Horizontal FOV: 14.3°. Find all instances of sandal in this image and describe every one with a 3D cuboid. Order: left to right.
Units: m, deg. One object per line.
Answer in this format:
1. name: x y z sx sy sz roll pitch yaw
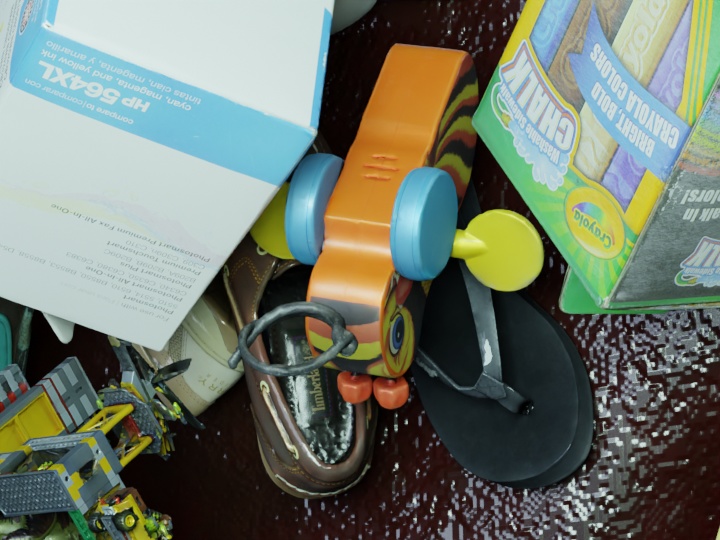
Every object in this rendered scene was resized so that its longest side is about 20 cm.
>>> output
1. sandal: 0.040 0.016 1.311 0.076 0.043 0.201 -41 59 22

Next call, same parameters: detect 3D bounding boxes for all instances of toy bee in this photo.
1. toy bee: 0.000 0.000 1.254 0.131 0.109 0.200 27 56 33

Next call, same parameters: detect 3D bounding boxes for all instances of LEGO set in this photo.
1. LEGO set: -0.126 0.110 1.376 0.200 0.116 0.154 -20 107 51

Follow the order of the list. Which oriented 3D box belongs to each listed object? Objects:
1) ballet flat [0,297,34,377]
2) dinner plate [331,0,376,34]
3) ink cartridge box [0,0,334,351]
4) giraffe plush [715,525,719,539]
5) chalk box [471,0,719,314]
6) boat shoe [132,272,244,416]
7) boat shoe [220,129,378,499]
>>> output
1. ballet flat: -0.190 -0.004 1.429 0.074 0.074 0.200 55 141 31
2. dinner plate: -0.091 -0.129 1.340 0.200 0.200 0.024 -8 71 34
3. ink cartridge box: -0.109 -0.069 1.254 0.200 0.125 0.129 -51 25 45
4. giraffe plush: 0.217 0.143 1.100 0.162 0.173 0.201 20 81 16
5. chalk box: 0.138 -0.066 1.183 0.124 0.124 0.200 58 136 38
6. boat shoe: -0.119 -0.016 1.417 0.065 0.071 0.200 -45 59 18
7. boat shoe: -0.029 0.005 1.330 0.070 0.070 0.201 -12 80 -9
